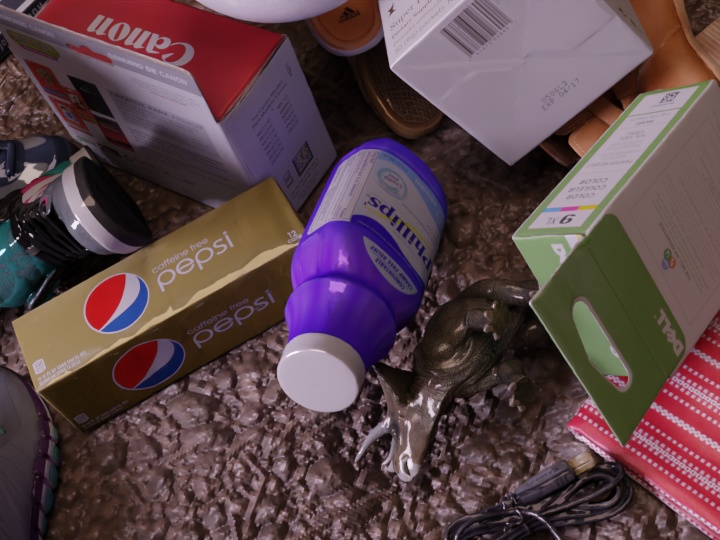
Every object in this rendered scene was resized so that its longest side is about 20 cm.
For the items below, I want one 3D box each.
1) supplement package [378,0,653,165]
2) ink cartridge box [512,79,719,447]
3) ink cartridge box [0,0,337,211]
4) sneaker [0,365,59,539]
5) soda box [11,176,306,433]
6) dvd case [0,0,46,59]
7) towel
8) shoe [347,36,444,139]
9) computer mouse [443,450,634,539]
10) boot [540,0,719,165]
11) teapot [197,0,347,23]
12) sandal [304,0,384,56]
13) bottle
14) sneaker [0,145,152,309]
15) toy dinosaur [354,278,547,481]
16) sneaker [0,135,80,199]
[{"bbox_3d":[0.090,-0.195,0.715,0.121,0.120,0.200,-39,36,27],"label":"supplement package"},{"bbox_3d":[0.153,-0.008,0.604,0.200,0.104,0.059,-46,24,-29],"label":"ink cartridge box"},{"bbox_3d":[-0.137,-0.133,0.752,0.200,0.176,0.084,23,67,26],"label":"ink cartridge box"},{"bbox_3d":[-0.237,0.134,0.665,0.074,0.088,0.200,-19,56,3],"label":"sneaker"},{"bbox_3d":[-0.122,0.023,0.714,0.200,0.068,0.064,-30,55,-4],"label":"soda box"},{"bbox_3d":[-0.368,-0.230,0.970,0.150,0.025,0.200,29,71,28],"label":"dvd case"},{"bbox_3d":[0.237,0.058,0.619,0.145,0.022,0.200,36,74,32],"label":"towel"},{"bbox_3d":[0.021,-0.184,0.814,0.070,0.053,0.200,-13,69,-6],"label":"shoe"},{"bbox_3d":[0.135,0.191,0.555,0.110,0.044,0.200,-27,50,-8],"label":"computer mouse"},{"bbox_3d":[0.168,-0.150,0.742,0.155,0.074,0.200,-39,51,-2],"label":"boot"},{"bbox_3d":[-0.047,-0.245,0.642,0.197,0.146,0.200,15,98,-12],"label":"teapot"},{"bbox_3d":[-0.035,-0.254,0.783,0.079,0.059,0.207,-25,69,-2],"label":"sandal"},{"bbox_3d":[0.000,0.000,0.651,0.065,0.084,0.200,-31,23,34],"label":"bottle"},{"bbox_3d":[-0.216,-0.023,0.727,0.121,0.084,0.200,-40,17,-4],"label":"sneaker"},{"bbox_3d":[0.076,0.034,0.645,0.102,0.077,0.200,-4,36,52],"label":"toy dinosaur"},{"bbox_3d":[-0.317,-0.069,0.818,0.200,0.082,0.070,-19,55,4],"label":"sneaker"}]
